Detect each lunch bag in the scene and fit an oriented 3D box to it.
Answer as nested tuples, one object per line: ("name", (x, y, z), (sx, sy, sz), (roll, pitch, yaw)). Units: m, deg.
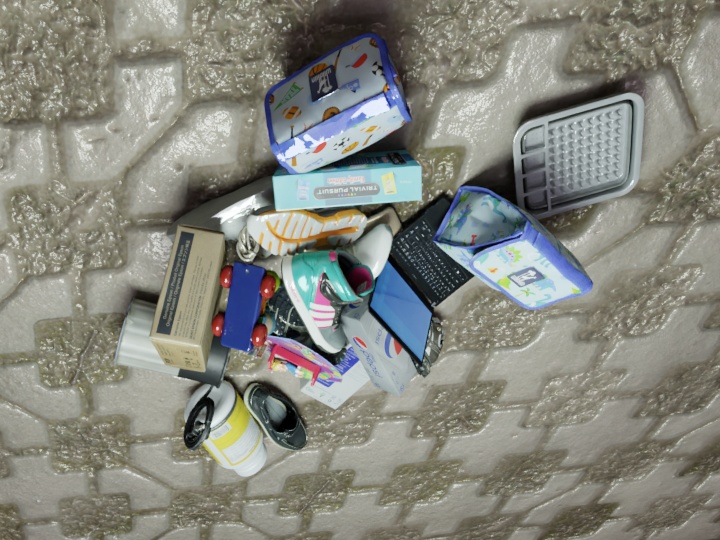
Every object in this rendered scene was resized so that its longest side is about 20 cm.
("lunch bag", (0.233, -0.031, 0.873), (0.168, 0.199, 0.130), (31, 84, -28))
("lunch bag", (-0.025, -0.205, 0.718), (0.165, 0.201, 0.127), (-23, 112, 13))

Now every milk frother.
("milk frother", (-0.330, 0.178, 0.991), (0.182, 0.204, 0.183), (15, 130, -16))

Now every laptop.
("laptop", (0.119, 0.022, 0.950), (0.198, 0.104, 0.178), (-38, 127, 9))

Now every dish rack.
("dish rack", (0.327, -0.177, 0.881), (0.193, 0.044, 0.175), (-14, 127, 6))

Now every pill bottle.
("pill bottle", (-0.265, 0.326, 1.166), (0.108, 0.114, 0.204), (-17, 128, 8))

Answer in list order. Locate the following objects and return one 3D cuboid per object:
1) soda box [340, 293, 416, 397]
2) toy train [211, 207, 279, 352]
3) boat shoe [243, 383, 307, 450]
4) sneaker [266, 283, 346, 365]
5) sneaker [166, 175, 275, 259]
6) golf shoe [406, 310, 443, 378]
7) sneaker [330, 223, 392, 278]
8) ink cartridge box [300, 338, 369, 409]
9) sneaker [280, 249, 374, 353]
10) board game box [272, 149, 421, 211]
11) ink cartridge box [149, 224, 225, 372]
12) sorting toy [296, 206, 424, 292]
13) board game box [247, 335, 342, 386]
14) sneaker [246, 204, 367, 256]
("soda box", (0.029, 0.128, 1.010), (0.067, 0.064, 0.203), (12, 140, 43))
("toy train", (-0.156, 0.012, 0.883), (0.082, 0.116, 0.208), (11, 93, 12))
("boat shoe", (-0.158, 0.307, 1.178), (0.065, 0.075, 0.203), (0, 130, 43))
("sneaker", (-0.118, 0.103, 1.031), (0.200, 0.078, 0.086), (44, 156, -13))
("sneaker", (-0.196, -0.056, 0.903), (0.194, 0.075, 0.118), (-20, 124, 8))
("golf shoe", (0.101, 0.104, 1.057), (0.094, 0.077, 0.203), (-44, 138, -17))
("sneaker", (-0.027, -0.004, 0.921), (0.079, 0.071, 0.200), (34, 114, -26))
("ink cartridge box", (-0.025, 0.189, 1.131), (0.098, 0.040, 0.199), (33, 119, -27))
("sneaker", (-0.030, 0.043, 0.872), (0.117, 0.086, 0.203), (-14, 134, 13))
("board game box", (-0.020, -0.130, 0.810), (0.192, 0.152, 0.049), (-4, 110, -2))
("ink cartridge box", (-0.255, 0.050, 0.873), (0.072, 0.171, 0.201), (10, 158, -9))
("sorting toy", (0.000, 0.000, 0.995), (0.195, 0.037, 0.188), (-25, 126, 8))
("board game box", (-0.126, 0.175, 1.038), (0.196, 0.040, 0.158), (2, 146, 44))
("sneaker", (-0.084, -0.078, 0.853), (0.195, 0.078, 0.079), (-5, 140, -40))
